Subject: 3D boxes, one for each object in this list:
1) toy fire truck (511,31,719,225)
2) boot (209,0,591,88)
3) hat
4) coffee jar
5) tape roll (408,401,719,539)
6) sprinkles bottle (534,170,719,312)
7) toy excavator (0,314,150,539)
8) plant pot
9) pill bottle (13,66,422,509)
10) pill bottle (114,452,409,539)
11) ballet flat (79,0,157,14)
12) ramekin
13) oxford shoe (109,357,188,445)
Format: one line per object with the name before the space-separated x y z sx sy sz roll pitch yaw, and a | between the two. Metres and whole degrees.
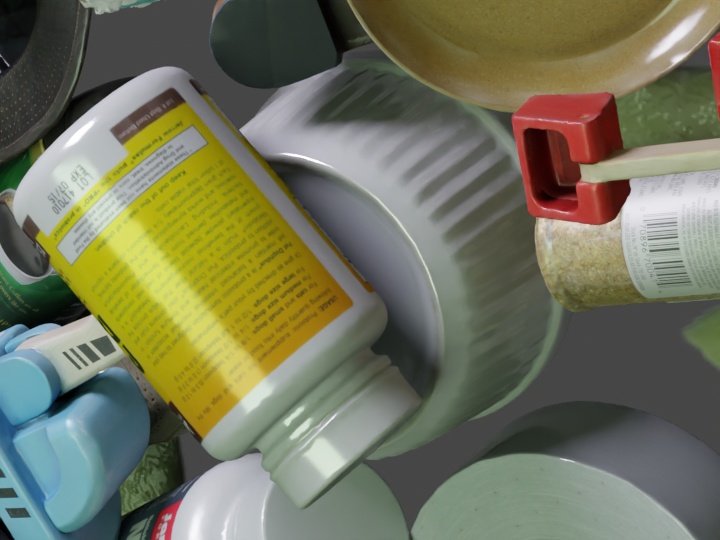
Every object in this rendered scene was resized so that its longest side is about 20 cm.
toy fire truck | 0.182 -0.069 1.115 0.199 0.141 0.049 1 114 32
boot | 0.024 -0.150 1.234 0.198 0.097 0.075 -11 117 4
hat | -0.198 -0.156 1.370 0.199 0.081 0.202 3 97 28
coffee jar | -0.168 -0.022 1.407 0.199 0.085 0.105 -31 87 39
tape roll | 0.121 0.171 1.318 0.199 0.066 0.202 15 119 28
sprinkles bottle | 0.179 -0.022 1.188 0.199 0.068 0.069 -5 108 35
toy excavator | -0.154 0.058 1.342 0.199 0.100 0.195 -23 103 26
plant pot | 0.083 -0.166 1.156 0.198 0.028 0.201 -2 120 -4
pill bottle | -0.063 0.011 1.204 0.200 0.109 0.109 50 129 5
pill bottle | -0.064 0.164 1.378 0.120 0.119 0.200 56 142 -1
ballet flat | -0.113 -0.225 1.282 0.071 0.072 0.202 -2 85 34
ramekin | 0.000 0.000 1.294 0.199 0.105 0.202 14 119 27
oxford shoe | -0.132 0.075 1.435 0.199 0.074 0.071 -31 93 39
